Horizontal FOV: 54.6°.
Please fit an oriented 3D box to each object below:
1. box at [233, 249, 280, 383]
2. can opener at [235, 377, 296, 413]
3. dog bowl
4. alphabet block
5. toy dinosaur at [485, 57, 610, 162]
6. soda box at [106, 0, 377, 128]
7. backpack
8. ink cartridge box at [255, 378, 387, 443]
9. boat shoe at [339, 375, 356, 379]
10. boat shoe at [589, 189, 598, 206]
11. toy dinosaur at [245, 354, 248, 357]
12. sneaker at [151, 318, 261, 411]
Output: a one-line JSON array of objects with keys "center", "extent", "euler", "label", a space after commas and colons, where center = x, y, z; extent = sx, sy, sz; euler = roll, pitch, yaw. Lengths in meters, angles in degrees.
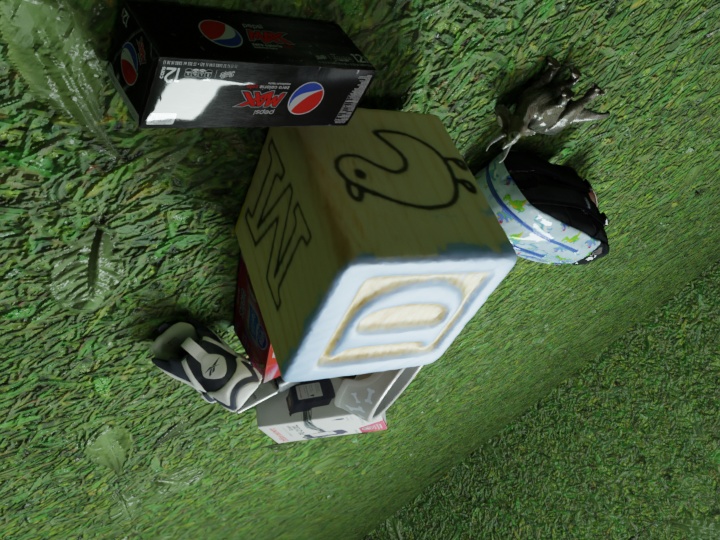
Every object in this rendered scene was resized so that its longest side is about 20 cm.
[{"center": [-0.094, 0.045, 0.886], "extent": [0.100, 0.096, 0.200], "euler": [-21, 153, -26], "label": "box"}, {"center": [-0.126, 0.155, 1.095], "extent": [0.200, 0.053, 0.067], "euler": [-27, 146, -22], "label": "can opener"}, {"center": [0.047, 0.136, 1.019], "extent": [0.200, 0.059, 0.200], "euler": [-47, 164, -18], "label": "dog bowl"}, {"center": [0.003, -0.027, 0.711], "extent": [0.195, 0.200, 0.196], "euler": [-2, 143, -31], "label": "alphabet block"}, {"center": [0.239, -0.207, 0.883], "extent": [0.200, 0.077, 0.102], "euler": [-17, 163, -42], "label": "toy dinosaur"}, {"center": [-0.088, -0.158, 0.553], "extent": [0.200, 0.071, 0.063], "euler": [-10, 146, -41], "label": "soda box"}, {"center": [0.241, -0.090, 0.983], "extent": [0.154, 0.163, 0.200], "euler": [-29, 153, 26], "label": "backpack"}, {"center": [-0.064, 0.228, 1.179], "extent": [0.200, 0.084, 0.145], "euler": [-9, 155, 5], "label": "ink cartridge box"}, {"center": [0.027, 0.096, 1.128], "extent": [0.200, 0.070, 0.070], "euler": [-42, 156, -39], "label": "boat shoe"}, {"center": [0.370, -0.108, 1.194], "extent": [0.070, 0.070, 0.200], "euler": [-49, 161, -8], "label": "boat shoe"}, {"center": [-0.088, 0.102, 1.022], "extent": [0.106, 0.200, 0.060], "euler": [-42, 124, -46], "label": "toy dinosaur"}, {"center": [-0.211, 0.110, 0.901], "extent": [0.080, 0.130, 0.199], "euler": [-48, -164, -10], "label": "sneaker"}]
